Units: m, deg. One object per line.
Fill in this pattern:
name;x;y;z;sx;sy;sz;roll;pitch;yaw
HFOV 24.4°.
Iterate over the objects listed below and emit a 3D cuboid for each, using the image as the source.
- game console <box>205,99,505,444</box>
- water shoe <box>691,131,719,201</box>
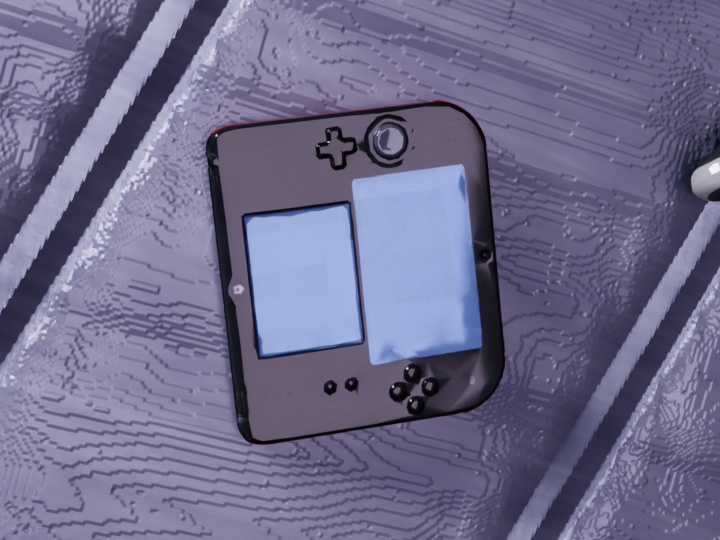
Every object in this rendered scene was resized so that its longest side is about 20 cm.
game console;0.000;0.000;1.041;0.176;0.031;0.201;-9;99;-17
water shoe;0.289;-0.121;1.113;0.200;0.072;0.079;-34;78;-10
